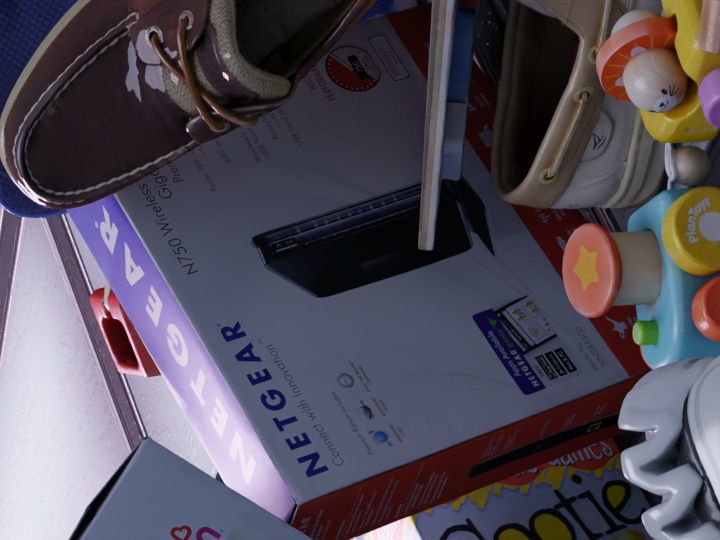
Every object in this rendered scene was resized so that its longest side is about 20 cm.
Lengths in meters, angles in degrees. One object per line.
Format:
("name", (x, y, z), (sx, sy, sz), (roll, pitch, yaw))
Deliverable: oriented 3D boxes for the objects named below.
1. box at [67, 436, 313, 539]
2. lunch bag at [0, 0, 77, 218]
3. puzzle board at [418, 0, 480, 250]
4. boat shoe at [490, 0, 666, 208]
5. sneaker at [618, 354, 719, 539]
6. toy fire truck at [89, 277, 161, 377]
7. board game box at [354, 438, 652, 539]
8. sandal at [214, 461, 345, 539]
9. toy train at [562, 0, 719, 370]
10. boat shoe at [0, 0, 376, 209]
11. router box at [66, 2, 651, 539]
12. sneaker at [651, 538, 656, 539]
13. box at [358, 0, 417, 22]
("box", (-0.051, 0.181, 1.055), (0.176, 0.097, 0.200), (32, 150, 2))
("lunch bag", (-0.145, -0.116, 1.432), (0.132, 0.199, 0.136), (-142, 40, -64))
("puzzle board", (0.042, -0.129, 1.073), (0.200, 0.017, 0.151), (-81, -5, -47))
("boat shoe", (0.081, -0.111, 1.028), (0.074, 0.069, 0.201), (-135, 40, -56))
("sneaker", (0.155, 0.115, 0.879), (0.081, 0.075, 0.201), (-26, 86, 36))
("toy fire truck", (-0.070, -0.057, 1.346), (0.049, 0.140, 0.201), (-179, 79, -69))
("board game box", (0.081, 0.167, 1.116), (0.103, 0.104, 0.200), (103, 149, -46))
("sandal", (-0.014, 0.042, 1.124), (0.200, 0.076, 0.043), (-61, -4, -39))
("toy train", (0.114, -0.034, 0.934), (0.150, 0.055, 0.201), (-117, 29, -61))
("boat shoe", (-0.052, -0.088, 1.020), (0.072, 0.200, 0.072), (55, -174, -18))
("router box", (0.000, 0.000, 1.099), (0.200, 0.179, 0.049), (57, 150, 25))
("sneaker", (0.152, 0.178, 0.957), (0.075, 0.090, 0.201), (140, 118, -66))
("box", (-0.029, -0.071, 1.258), (0.048, 0.121, 0.201), (-168, 68, -68))
